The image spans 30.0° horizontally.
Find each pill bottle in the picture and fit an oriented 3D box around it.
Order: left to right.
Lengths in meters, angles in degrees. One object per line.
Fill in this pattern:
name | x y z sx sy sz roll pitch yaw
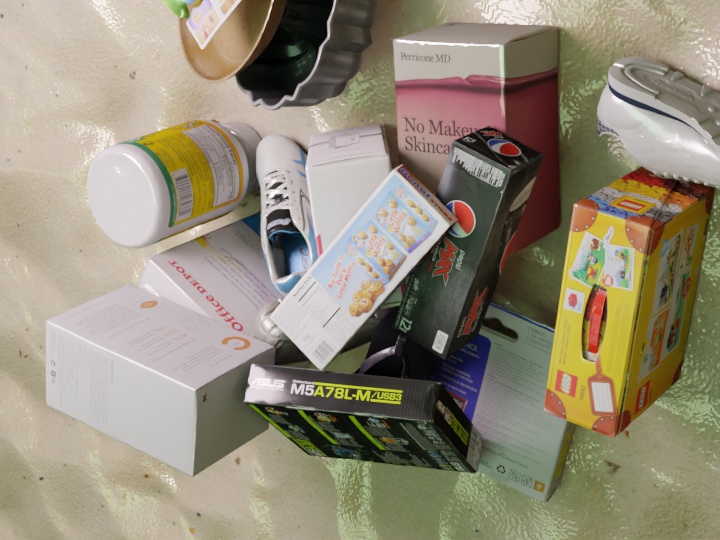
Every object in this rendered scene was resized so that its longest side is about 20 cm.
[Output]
pill bottle | -0.193 -0.103 1.473 0.112 0.199 0.114 14 115 32

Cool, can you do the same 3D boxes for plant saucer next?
plant saucer | -0.123 -0.288 1.369 0.199 0.035 0.203 -12 76 53

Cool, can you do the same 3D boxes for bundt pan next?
bundt pan | -0.052 -0.257 1.359 0.201 0.075 0.205 -13 74 53

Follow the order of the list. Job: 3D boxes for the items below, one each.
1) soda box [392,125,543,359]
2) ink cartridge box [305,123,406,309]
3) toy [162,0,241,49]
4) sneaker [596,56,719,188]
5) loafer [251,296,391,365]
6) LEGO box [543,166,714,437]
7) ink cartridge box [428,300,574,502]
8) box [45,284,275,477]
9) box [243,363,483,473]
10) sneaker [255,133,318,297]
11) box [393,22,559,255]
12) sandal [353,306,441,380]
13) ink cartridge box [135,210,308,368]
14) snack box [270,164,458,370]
soda box | 0.096 -0.025 1.224 0.063 0.071 0.202 31 121 23
ink cartridge box | -0.003 -0.056 1.339 0.082 0.200 0.148 -8 104 1
toy | -0.131 -0.327 1.299 0.200 0.047 0.116 -47 59 29
sneaker | 0.298 -0.112 1.190 0.199 0.076 0.081 38 136 26
loafer | -0.032 0.057 1.411 0.070 0.198 0.070 54 134 31
LEGO box | 0.244 0.026 1.220 0.077 0.148 0.202 19 116 30
ink cartridge box | 0.132 0.114 1.389 0.196 0.047 0.202 24 120 22
box | -0.201 0.105 1.343 0.198 0.124 0.099 20 118 29
box | 0.008 0.149 1.332 0.191 0.200 0.048 6 70 21
sneaker | -0.078 -0.063 1.449 0.071 0.072 0.202 -18 67 13
box | 0.113 -0.129 1.290 0.127 0.109 0.202 9 112 34
sandal | 0.026 0.112 1.397 0.076 0.043 0.201 34 128 1
ink cartridge box | -0.146 0.054 1.493 0.147 0.199 0.145 42 126 18
snack box | 0.000 0.000 1.220 0.072 0.024 0.200 45 118 7
